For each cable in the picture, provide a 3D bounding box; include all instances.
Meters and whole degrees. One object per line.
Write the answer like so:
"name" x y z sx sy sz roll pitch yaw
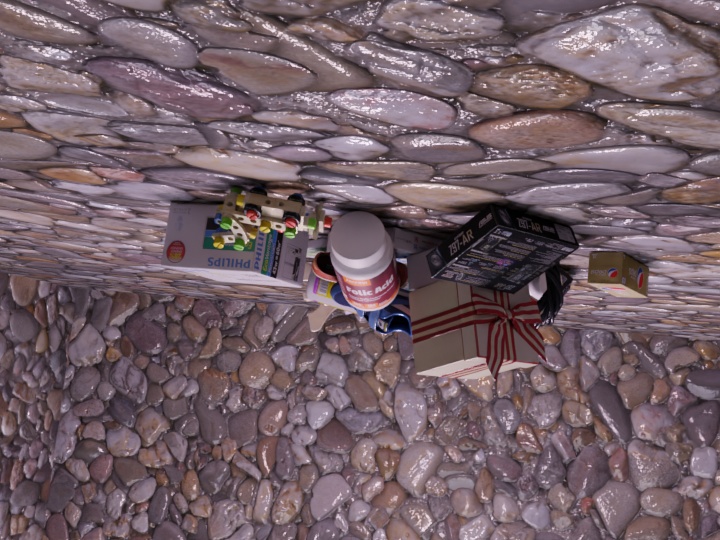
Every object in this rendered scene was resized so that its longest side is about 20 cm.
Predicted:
"cable" 0.302 0.038 1.622 0.051 0.163 0.200 -3 165 -43

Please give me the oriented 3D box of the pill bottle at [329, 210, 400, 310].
"pill bottle" 0.008 -0.016 1.539 0.114 0.114 0.200 4 155 11

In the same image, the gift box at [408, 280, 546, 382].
"gift box" 0.217 0.113 1.551 0.184 0.200 0.187 4 160 -39

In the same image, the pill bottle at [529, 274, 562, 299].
"pill bottle" 0.328 0.027 1.833 0.104 0.104 0.200 11 171 -37

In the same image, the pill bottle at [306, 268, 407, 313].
"pill bottle" -0.006 0.038 1.805 0.200 0.104 0.104 17 174 6

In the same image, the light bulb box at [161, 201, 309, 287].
"light bulb box" -0.229 -0.046 1.603 0.198 0.125 0.200 3 172 23

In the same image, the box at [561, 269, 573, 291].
"box" 0.410 0.075 1.947 0.050 0.158 0.200 42 -178 14

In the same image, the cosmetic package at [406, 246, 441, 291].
"cosmetic package" 0.194 -0.010 1.592 0.200 0.071 0.101 -19 156 41

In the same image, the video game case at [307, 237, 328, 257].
"video game case" -0.046 -0.041 1.921 0.182 0.022 0.200 9 172 -28

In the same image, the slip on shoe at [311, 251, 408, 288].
"slip on shoe" 0.000 0.000 1.678 0.200 0.074 0.061 11 170 7

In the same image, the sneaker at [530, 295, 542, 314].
"sneaker" 0.305 0.075 1.745 0.093 0.070 0.200 15 179 -22

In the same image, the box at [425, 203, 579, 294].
"box" 0.234 -0.030 1.406 0.200 0.044 0.160 11 143 -36

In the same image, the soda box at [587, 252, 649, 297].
"soda box" 0.517 0.011 1.713 0.068 0.064 0.200 1 171 33

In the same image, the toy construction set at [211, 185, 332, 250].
"toy construction set" -0.143 -0.081 1.389 0.200 0.092 0.131 -1 149 -7

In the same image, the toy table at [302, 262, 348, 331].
"toy table" -0.088 0.057 2.217 0.117 0.184 0.200 -11 165 -3

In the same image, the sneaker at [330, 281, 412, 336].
"sneaker" 0.032 0.071 1.643 0.200 0.082 0.074 13 145 12

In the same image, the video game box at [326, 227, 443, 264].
"video game box" 0.064 -0.044 1.714 0.182 0.047 0.200 15 169 -40
